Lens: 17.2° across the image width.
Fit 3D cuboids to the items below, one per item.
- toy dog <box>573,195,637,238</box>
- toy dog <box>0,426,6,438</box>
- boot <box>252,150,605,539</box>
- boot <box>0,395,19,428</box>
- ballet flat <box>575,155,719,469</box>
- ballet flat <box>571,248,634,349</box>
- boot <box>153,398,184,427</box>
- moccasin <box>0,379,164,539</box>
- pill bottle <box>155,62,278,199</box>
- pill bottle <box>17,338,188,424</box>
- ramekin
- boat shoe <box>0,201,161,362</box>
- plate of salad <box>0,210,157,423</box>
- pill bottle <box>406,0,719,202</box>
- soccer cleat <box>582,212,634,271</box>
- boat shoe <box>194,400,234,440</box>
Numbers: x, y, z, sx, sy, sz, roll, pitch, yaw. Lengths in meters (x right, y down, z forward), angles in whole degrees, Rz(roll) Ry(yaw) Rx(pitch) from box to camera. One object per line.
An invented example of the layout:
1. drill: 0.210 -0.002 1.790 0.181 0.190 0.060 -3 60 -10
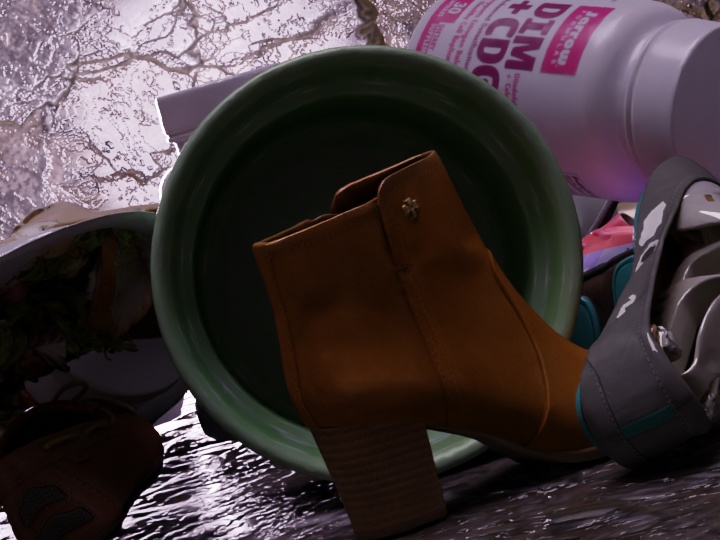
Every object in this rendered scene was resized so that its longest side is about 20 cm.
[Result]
1. toy dog: 0.124 -0.024 1.427 0.131 0.097 0.200 -17 5 -4
2. toy dog: -0.265 0.039 1.238 0.096 0.200 0.133 8 65 48
3. boot: 0.055 0.017 1.019 0.200 0.145 0.071 -19 7 -32
4. boot: -0.275 0.108 1.381 0.073 0.201 0.155 11 25 -47
5. ballet flat: 0.146 0.009 1.013 0.064 0.067 0.200 -28 21 35
6. ballet flat: 0.136 0.022 1.167 0.068 0.069 0.199 -9 -1 -43
7. boot: -0.204 0.074 1.491 0.199 0.096 0.073 -21 7 -42
8. moccasin: -0.147 0.093 1.175 0.074 0.078 0.201 -38 4 11
9. pill bottle: -0.062 -0.022 1.487 0.110 0.201 0.111 -16 5 1
10. pill bottle: -0.152 0.042 1.360 0.113 0.115 0.200 -18 -8 -19
11. ramekin: 0.000 0.000 1.128 0.199 0.201 0.098 -16 -2 -6
12. boat shoe: -0.152 0.001 1.227 0.199 0.065 0.072 -10 -41 -24
13. plate of salad: -0.170 0.039 1.121 0.199 0.048 0.200 -32 -12 -8
14. pill bottle: 0.128 -0.100 1.352 0.113 0.114 0.199 -20 22 -41
15. soccer cleat: 0.123 0.010 1.274 0.199 0.074 0.068 -17 6 6
16. boat shoe: -0.056 0.049 1.348 0.074 0.087 0.202 -17 5 -15
